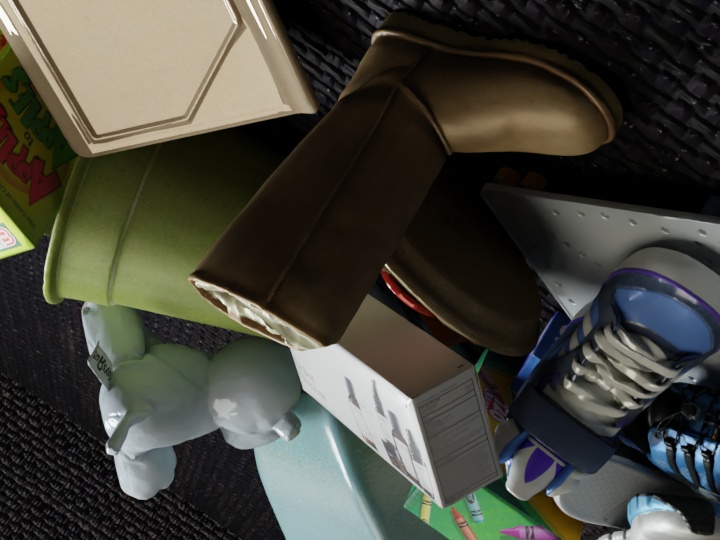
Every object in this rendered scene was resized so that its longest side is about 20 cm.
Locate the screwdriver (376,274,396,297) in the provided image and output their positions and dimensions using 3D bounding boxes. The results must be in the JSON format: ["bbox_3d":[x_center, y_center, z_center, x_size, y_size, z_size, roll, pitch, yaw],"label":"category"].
[{"bbox_3d":[0.000,0.000,0.965,0.029,0.028,0.200,26,-173,28],"label":"screwdriver"}]

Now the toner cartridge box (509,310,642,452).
[{"bbox_3d":[0.213,0.113,1.091,0.199,0.043,0.095,32,162,7],"label":"toner cartridge box"}]

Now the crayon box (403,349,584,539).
[{"bbox_3d":[0.117,0.147,1.119,0.118,0.200,0.058,34,117,0],"label":"crayon box"}]

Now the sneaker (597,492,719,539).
[{"bbox_3d":[0.195,0.204,0.939,0.074,0.087,0.200,12,154,3],"label":"sneaker"}]

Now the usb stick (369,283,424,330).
[{"bbox_3d":[-0.001,0.009,1.045,0.055,0.033,0.201,-5,136,26],"label":"usb stick"}]

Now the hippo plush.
[{"bbox_3d":[-0.132,0.081,1.168,0.200,0.159,0.160,100,155,-67],"label":"hippo plush"}]

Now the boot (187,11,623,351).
[{"bbox_3d":[0.026,-0.038,0.800,0.174,0.201,0.066,20,157,36],"label":"boot"}]

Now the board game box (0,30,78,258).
[{"bbox_3d":[-0.239,-0.114,1.048,0.047,0.201,0.102,-14,127,31],"label":"board game box"}]

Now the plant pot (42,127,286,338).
[{"bbox_3d":[-0.114,-0.034,1.108,0.189,0.201,0.200,22,160,1],"label":"plant pot"}]

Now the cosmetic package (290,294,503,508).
[{"bbox_3d":[0.012,0.070,0.939,0.200,0.050,0.083,32,142,58],"label":"cosmetic package"}]

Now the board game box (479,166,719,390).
[{"bbox_3d":[0.196,0.014,0.911,0.199,0.026,0.200,12,151,47],"label":"board game box"}]

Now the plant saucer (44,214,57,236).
[{"bbox_3d":[-0.251,-0.124,1.140,0.031,0.201,0.200,-19,134,20],"label":"plant saucer"}]

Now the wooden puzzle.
[{"bbox_3d":[-0.142,-0.163,0.922,0.198,0.037,0.186,-6,131,24],"label":"wooden puzzle"}]

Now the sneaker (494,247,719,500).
[{"bbox_3d":[0.145,0.078,0.882,0.080,0.147,0.200,34,161,-1],"label":"sneaker"}]

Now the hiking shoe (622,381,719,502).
[{"bbox_3d":[0.224,0.109,0.926,0.086,0.075,0.200,27,166,-3],"label":"hiking shoe"}]

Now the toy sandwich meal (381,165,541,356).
[{"bbox_3d":[0.037,-0.009,0.930,0.205,0.070,0.206,38,-157,-20],"label":"toy sandwich meal"}]

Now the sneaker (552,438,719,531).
[{"bbox_3d":[0.195,0.152,1.062,0.199,0.071,0.099,27,-165,-33],"label":"sneaker"}]

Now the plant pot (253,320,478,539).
[{"bbox_3d":[0.016,0.146,1.287,0.196,0.196,0.201,6,131,54],"label":"plant pot"}]
